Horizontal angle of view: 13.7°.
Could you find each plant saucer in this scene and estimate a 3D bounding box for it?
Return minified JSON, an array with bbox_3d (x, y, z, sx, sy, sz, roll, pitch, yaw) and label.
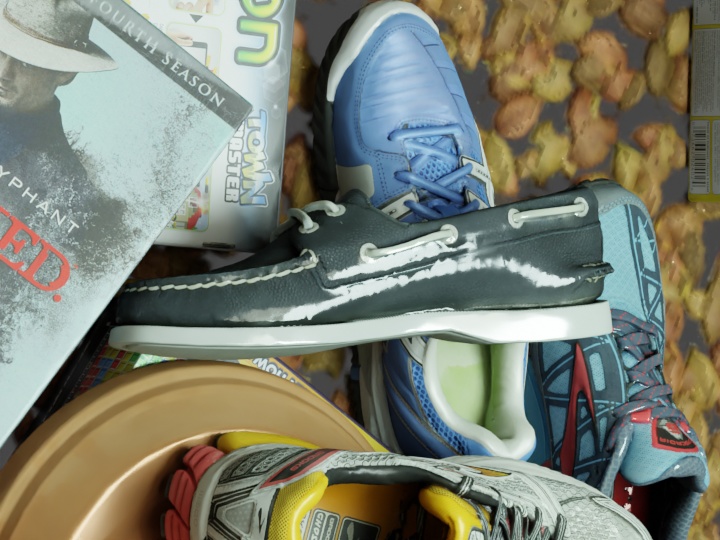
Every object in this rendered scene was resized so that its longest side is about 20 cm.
[{"bbox_3d":[-0.056,0.134,1.105,0.199,0.037,0.202,-2,94,-32],"label":"plant saucer"}]

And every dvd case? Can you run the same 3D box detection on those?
[{"bbox_3d":[-0.150,-0.025,1.057,0.146,0.022,0.200,39,71,-7],"label":"dvd case"}]

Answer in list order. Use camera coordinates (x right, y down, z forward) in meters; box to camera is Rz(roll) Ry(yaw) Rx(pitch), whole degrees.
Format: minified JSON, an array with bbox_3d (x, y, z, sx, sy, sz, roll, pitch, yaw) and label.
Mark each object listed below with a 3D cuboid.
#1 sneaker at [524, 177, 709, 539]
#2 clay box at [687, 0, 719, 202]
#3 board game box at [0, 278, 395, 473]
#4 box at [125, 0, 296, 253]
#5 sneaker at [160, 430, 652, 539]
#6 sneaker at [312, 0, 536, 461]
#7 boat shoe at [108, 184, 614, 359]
[{"bbox_3d":[0.114,0.063,1.241,0.079,0.095,0.202,-3,94,-33],"label":"sneaker"},{"bbox_3d":[0.214,-0.083,1.238,0.047,0.200,0.116,0,93,-33],"label":"clay box"},{"bbox_3d":[-0.053,0.126,1.160,0.200,0.057,0.166,39,71,-28],"label":"board game box"},{"bbox_3d":[-0.078,-0.110,1.145,0.109,0.035,0.202,5,89,-33],"label":"box"},{"bbox_3d":[0.030,0.106,1.087,0.199,0.082,0.078,7,88,-33],"label":"sneaker"},{"bbox_3d":[0.034,-0.010,1.198,0.075,0.077,0.201,-16,99,-30],"label":"sneaker"},{"bbox_3d":[0.000,0.000,1.111,0.199,0.075,0.061,-3,89,-28],"label":"boat shoe"}]
